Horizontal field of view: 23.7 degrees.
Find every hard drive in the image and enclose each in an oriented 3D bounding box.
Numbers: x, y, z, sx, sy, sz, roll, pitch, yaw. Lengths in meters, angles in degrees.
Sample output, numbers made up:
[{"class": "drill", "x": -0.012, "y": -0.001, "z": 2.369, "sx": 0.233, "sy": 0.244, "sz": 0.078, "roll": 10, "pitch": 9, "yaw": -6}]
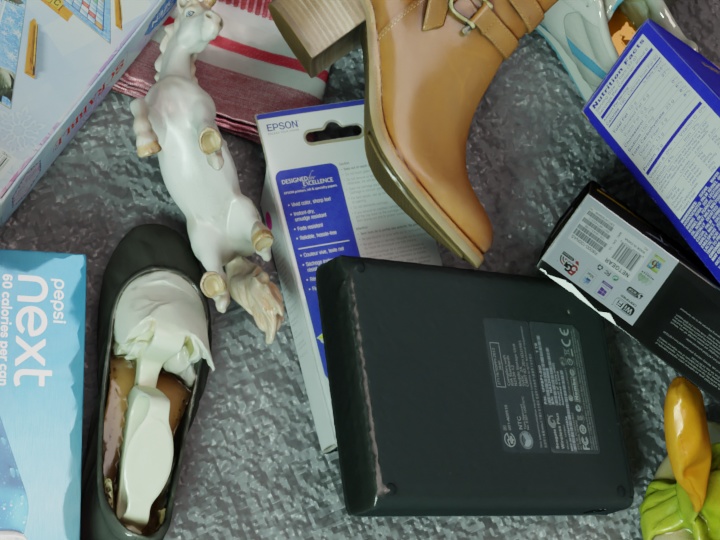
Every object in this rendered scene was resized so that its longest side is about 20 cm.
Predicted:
[{"class": "hard drive", "x": 0.068, "y": 0.068, "z": 0.977, "sx": 0.199, "sy": 0.033, "sz": 0.141, "roll": 7, "pitch": 68, "yaw": -39}]

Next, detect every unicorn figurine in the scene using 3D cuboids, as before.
[{"class": "unicorn figurine", "x": -0.087, "y": -0.068, "z": 0.954, "sx": 0.073, "sy": 0.138, "sz": 0.202, "roll": -5, "pitch": 109, "yaw": -5}]

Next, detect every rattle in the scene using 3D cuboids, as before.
[{"class": "rattle", "x": 0.267, "y": 0.135, "z": 0.984, "sx": 0.199, "sy": 0.144, "sz": 0.130, "roll": 26, "pitch": 40, "yaw": 20}]

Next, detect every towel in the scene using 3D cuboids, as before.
[{"class": "towel", "x": -0.075, "y": -0.182, "z": 1.050, "sx": 0.143, "sy": 0.023, "sz": 0.202, "roll": 18, "pitch": 68, "yaw": -14}]

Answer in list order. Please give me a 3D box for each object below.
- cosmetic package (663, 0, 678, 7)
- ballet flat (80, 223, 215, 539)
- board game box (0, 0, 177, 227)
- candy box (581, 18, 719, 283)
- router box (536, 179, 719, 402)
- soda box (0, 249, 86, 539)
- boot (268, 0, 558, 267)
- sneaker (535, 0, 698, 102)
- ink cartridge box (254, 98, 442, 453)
[{"class": "cosmetic package", "x": 0.163, "y": -0.271, "z": 1.116, "sx": 0.073, "sy": 0.104, "sz": 0.201, "roll": -34, "pitch": 86, "yaw": -24}, {"class": "ballet flat", "x": -0.111, "y": 0.064, "z": 0.936, "sx": 0.067, "sy": 0.068, "sz": 0.202, "roll": 12, "pitch": 70, "yaw": -21}, {"class": "board game box", "x": -0.223, "y": -0.160, "z": 0.967, "sx": 0.199, "sy": 0.041, "sz": 0.200, "roll": 35, "pitch": 67, "yaw": 2}, {"class": "candy box", "x": 0.241, "y": -0.039, "z": 0.999, "sx": 0.168, "sy": 0.077, "sz": 0.201, "roll": 26, "pitch": 23, "yaw": -34}, {"class": "router box", "x": 0.196, "y": 0.029, "z": 0.985, "sx": 0.199, "sy": 0.157, "sz": 0.052, "roll": 37, "pitch": 99, "yaw": 4}, {"class": "soda box", "x": -0.184, "y": 0.094, "z": 0.905, "sx": 0.067, "sy": 0.064, "sz": 0.202, "roll": 4, "pitch": 72, "yaw": -18}, {"class": "boot", "x": 0.060, "y": -0.119, "z": 0.990, "sx": 0.155, "sy": 0.077, "sz": 0.201, "roll": -34, "pitch": 85, "yaw": -7}, {"class": "sneaker", "x": 0.137, "y": -0.184, "z": 1.092, "sx": 0.200, "sy": 0.081, "sz": 0.076, "roll": 46, "pitch": 67, "yaw": 0}, {"class": "ink cartridge box", "x": 0.000, "y": 0.000, "z": 1.013, "sx": 0.094, "sy": 0.037, "sz": 0.202, "roll": -10, "pitch": 80, "yaw": -22}]
